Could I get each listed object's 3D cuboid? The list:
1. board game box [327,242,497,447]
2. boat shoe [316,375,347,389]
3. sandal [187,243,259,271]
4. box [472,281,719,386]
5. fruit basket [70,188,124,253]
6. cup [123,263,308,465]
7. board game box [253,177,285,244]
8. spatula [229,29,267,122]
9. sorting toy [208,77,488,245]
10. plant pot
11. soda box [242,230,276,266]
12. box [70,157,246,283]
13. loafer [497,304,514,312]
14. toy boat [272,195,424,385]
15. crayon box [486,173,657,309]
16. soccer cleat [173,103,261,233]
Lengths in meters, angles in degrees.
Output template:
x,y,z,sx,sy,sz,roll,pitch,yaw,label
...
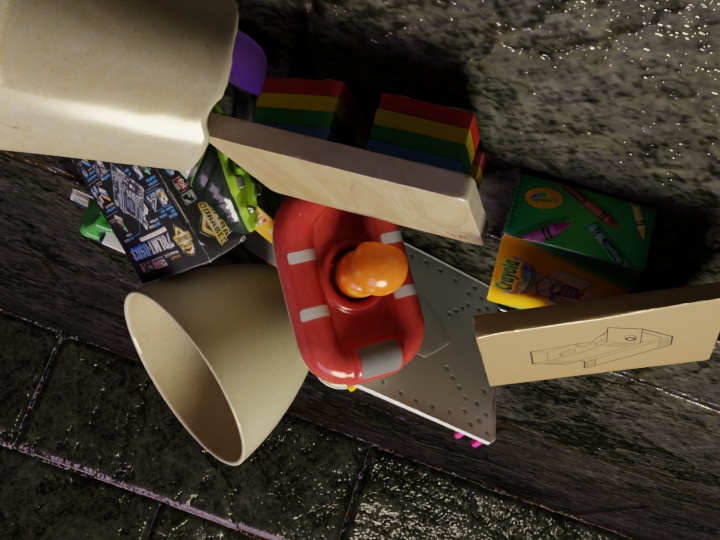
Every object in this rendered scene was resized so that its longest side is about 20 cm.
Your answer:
x,y,z,sx,sy,sz,roll,pitch,yaw,label
0.059,0.066,1.090,0.199,0.202,0.026,26,137,-22,board game box
0.010,0.071,1.111,0.075,0.200,0.062,50,131,-1,boat shoe
-0.155,0.001,1.134,0.081,0.055,0.200,4,150,42,sandal
0.199,0.057,0.870,0.197,0.022,0.164,-8,158,9,box
-0.278,-0.053,1.294,0.184,0.095,0.200,24,167,-16,fruit basket
-0.126,0.073,1.054,0.200,0.143,0.202,38,148,30,cup
-0.090,-0.067,1.025,0.030,0.096,0.200,-29,146,11,board game box
-0.100,-0.150,0.869,0.056,0.021,0.200,32,168,5,spatula
0.005,-0.091,0.809,0.197,0.070,0.200,15,176,12,sorting toy
-0.187,-0.152,0.700,0.182,0.203,0.200,13,168,-20,plant pot
-0.075,-0.015,1.210,0.199,0.071,0.063,31,159,-35,soda box
-0.207,-0.092,0.963,0.200,0.050,0.199,60,153,-9,box
0.084,0.043,1.211,0.198,0.071,0.068,20,165,-1,loafer
0.000,0.000,0.945,0.129,0.202,0.130,-14,177,-27,toy boat
0.182,-0.011,0.925,0.117,0.059,0.200,16,164,8,crayon box
-0.147,-0.112,0.852,0.080,0.068,0.201,-17,120,18,soccer cleat
